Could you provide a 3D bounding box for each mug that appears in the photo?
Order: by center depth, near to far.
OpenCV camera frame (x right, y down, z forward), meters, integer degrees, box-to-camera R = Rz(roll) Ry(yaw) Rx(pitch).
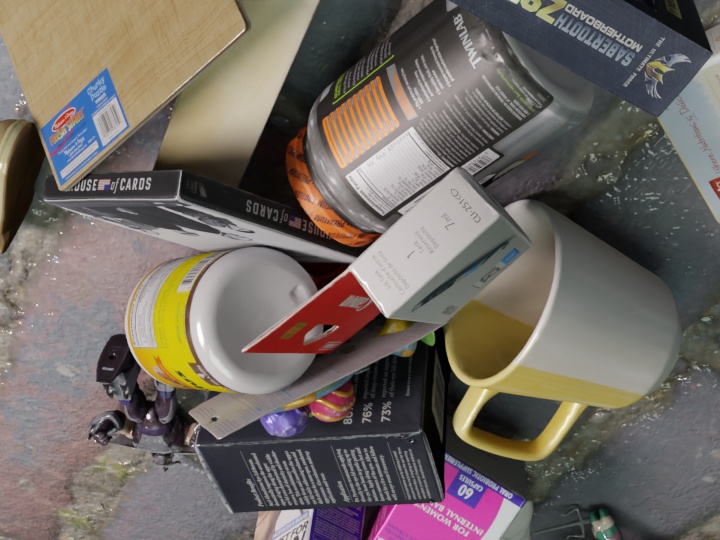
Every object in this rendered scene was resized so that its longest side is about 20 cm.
[{"bbox_3d":[0.160,0.049,0.911,0.152,0.150,0.187,19,139,-24],"label":"mug"}]

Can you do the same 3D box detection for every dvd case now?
[{"bbox_3d":[-0.108,-0.036,0.835,0.149,0.025,0.199,2,170,40],"label":"dvd case"}]

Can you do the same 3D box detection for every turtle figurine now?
[{"bbox_3d":[0.271,0.331,1.202,0.198,0.101,0.150,5,135,-6],"label":"turtle figurine"}]

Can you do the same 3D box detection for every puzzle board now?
[{"bbox_3d":[-0.162,-0.166,0.748,0.199,0.152,0.017,-33,164,34],"label":"puzzle board"}]

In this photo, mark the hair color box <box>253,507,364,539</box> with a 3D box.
[{"bbox_3d":[-0.050,0.245,1.079,0.065,0.201,0.109,32,130,-20],"label":"hair color box"}]

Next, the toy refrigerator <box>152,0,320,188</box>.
[{"bbox_3d":[-0.087,-0.147,0.785,0.069,0.076,0.200,20,134,-12],"label":"toy refrigerator"}]

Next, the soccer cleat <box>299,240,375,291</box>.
[{"bbox_3d":[0.000,0.000,0.928,0.199,0.069,0.085,-24,156,37],"label":"soccer cleat"}]

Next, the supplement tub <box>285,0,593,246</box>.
[{"bbox_3d":[0.048,-0.105,0.776,0.122,0.123,0.199,37,128,-27],"label":"supplement tub"}]

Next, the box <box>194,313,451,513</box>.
[{"bbox_3d":[-0.027,0.118,0.990,0.198,0.149,0.105,-5,135,14],"label":"box"}]

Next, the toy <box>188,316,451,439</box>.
[{"bbox_3d":[-0.027,0.091,0.892,0.199,0.115,0.048,-29,101,-16],"label":"toy"}]

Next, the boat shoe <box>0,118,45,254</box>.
[{"bbox_3d":[-0.284,-0.066,0.860,0.062,0.074,0.200,27,154,-11],"label":"boat shoe"}]

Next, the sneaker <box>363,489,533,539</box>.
[{"bbox_3d":[0.082,0.234,1.151,0.198,0.078,0.100,3,127,-6],"label":"sneaker"}]

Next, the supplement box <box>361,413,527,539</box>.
[{"bbox_3d":[0.062,0.251,1.069,0.101,0.103,0.201,30,104,0],"label":"supplement box"}]

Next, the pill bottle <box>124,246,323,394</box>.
[{"bbox_3d":[-0.120,0.041,0.910,0.109,0.110,0.199,34,161,-25],"label":"pill bottle"}]

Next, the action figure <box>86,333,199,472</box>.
[{"bbox_3d":[-0.201,0.137,1.087,0.129,0.070,0.201,-3,139,-3],"label":"action figure"}]

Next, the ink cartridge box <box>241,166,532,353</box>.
[{"bbox_3d":[0.029,0.016,0.766,0.176,0.200,0.045,-41,78,8],"label":"ink cartridge box"}]

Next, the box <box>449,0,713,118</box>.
[{"bbox_3d":[0.105,-0.188,0.632,0.157,0.201,0.051,24,129,-17],"label":"box"}]

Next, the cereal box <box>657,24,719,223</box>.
[{"bbox_3d":[0.311,-0.125,0.781,0.199,0.040,0.144,-22,128,27],"label":"cereal box"}]
